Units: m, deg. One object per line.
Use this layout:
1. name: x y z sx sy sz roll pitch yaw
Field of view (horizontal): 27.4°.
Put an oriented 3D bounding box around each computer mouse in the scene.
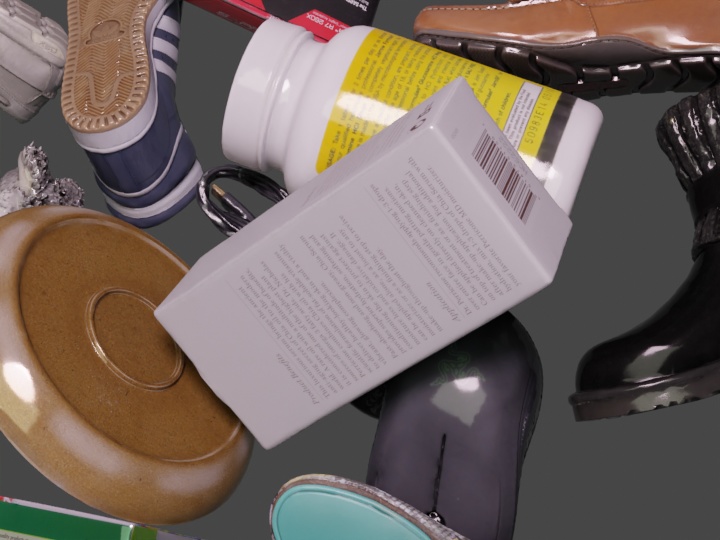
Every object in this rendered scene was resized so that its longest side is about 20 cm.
1. computer mouse: 0.052 0.116 0.804 0.137 0.053 0.202 5 93 14
2. computer mouse: -0.023 0.012 0.871 0.059 0.034 0.200 -44 78 13

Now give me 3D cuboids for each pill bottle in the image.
1. pill bottle: 0.028 -0.071 0.836 0.198 0.112 0.113 20 81 7

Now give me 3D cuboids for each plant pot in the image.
1. plant pot: -0.129 0.042 0.808 0.027 0.199 0.201 -38 71 31

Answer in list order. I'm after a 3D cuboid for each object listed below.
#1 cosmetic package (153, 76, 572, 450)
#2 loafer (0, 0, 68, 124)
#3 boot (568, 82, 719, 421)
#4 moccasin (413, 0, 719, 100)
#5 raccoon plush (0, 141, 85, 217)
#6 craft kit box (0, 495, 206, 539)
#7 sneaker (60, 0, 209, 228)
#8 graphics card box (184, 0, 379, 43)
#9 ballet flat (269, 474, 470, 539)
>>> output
1. cosmetic package: 0.000 0.000 0.774 0.199 0.071 0.102 -32 104 29
2. loafer: -0.273 -0.161 0.906 0.199 0.070 0.070 32 104 -17
3. boot: 0.190 -0.015 0.819 0.209 0.079 0.159 -21 81 -6
4. moccasin: 0.131 -0.146 0.867 0.199 0.074 0.079 -3 67 12
5. raccoon plush: -0.162 0.019 0.880 0.199 0.097 0.135 28 75 3
6. craft kit box: -0.185 0.144 0.789 0.198 0.198 0.049 9 75 11
7. sneaker: -0.134 -0.116 0.915 0.069 0.109 0.201 -9 45 10
8. graphics card box: -0.031 -0.239 0.898 0.124 0.051 0.202 21 81 -22
9. ballet flat: 0.044 0.167 0.759 0.199 0.072 0.073 28 83 10
